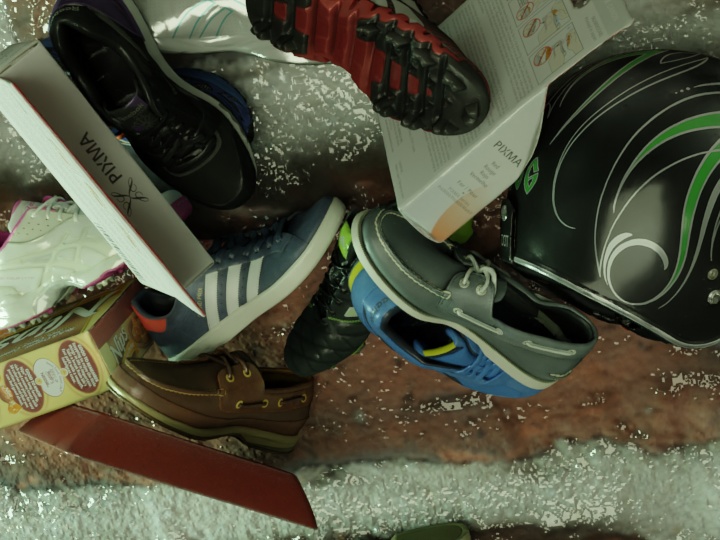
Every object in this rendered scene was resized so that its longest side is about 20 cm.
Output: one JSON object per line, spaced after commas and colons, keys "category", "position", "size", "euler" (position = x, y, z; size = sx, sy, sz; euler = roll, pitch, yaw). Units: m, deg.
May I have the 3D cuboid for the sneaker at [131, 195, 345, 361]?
{"category": "sneaker", "position": [-0.101, -0.005, 1.169], "size": [0.200, 0.075, 0.085], "euler": [-40, 102, 22]}

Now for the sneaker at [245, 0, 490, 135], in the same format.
{"category": "sneaker", "position": [0.019, -0.160, 1.016], "size": [0.200, 0.098, 0.071], "euler": [34, 133, 27]}

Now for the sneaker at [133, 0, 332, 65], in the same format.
{"category": "sneaker", "position": [-0.105, -0.196, 1.111], "size": [0.199, 0.070, 0.081], "euler": [4, 101, 4]}

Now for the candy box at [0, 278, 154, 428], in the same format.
{"category": "candy box", "position": [-0.271, 0.079, 1.213], "size": [0.199, 0.116, 0.056], "euler": [-19, 106, 18]}

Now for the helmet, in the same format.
{"category": "helmet", "position": [0.204, -0.057, 1.027], "size": [0.199, 0.200, 0.192], "euler": [27, 89, 1]}

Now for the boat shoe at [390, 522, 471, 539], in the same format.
{"category": "boat shoe", "position": [0.001, 0.265, 1.246], "size": [0.199, 0.075, 0.069], "euler": [-13, 101, 15]}

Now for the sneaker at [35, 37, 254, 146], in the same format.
{"category": "sneaker", "position": [-0.178, -0.120, 1.142], "size": [0.199, 0.078, 0.076], "euler": [12, 112, 7]}

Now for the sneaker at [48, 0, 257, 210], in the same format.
{"category": "sneaker", "position": [-0.151, -0.108, 1.062], "size": [0.076, 0.088, 0.200], "euler": [-35, 112, 16]}

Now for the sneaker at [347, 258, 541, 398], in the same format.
{"category": "sneaker", "position": [0.073, 0.059, 1.121], "size": [0.200, 0.079, 0.066], "euler": [32, 109, -32]}

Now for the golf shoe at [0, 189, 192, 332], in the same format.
{"category": "golf shoe", "position": [-0.228, -0.026, 1.191], "size": [0.199, 0.075, 0.092], "euler": [-26, 99, 18]}

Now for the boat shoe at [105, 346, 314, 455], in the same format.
{"category": "boat shoe", "position": [-0.111, 0.090, 1.163], "size": [0.072, 0.200, 0.068], "euler": [36, 101, 40]}

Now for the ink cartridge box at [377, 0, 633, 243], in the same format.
{"category": "ink cartridge box", "position": [0.100, -0.135, 1.035], "size": [0.200, 0.163, 0.050], "euler": [-37, 125, 21]}

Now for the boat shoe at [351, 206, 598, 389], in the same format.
{"category": "boat shoe", "position": [0.083, 0.010, 1.056], "size": [0.200, 0.073, 0.062], "euler": [36, 137, -20]}

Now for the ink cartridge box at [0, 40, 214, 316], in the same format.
{"category": "ink cartridge box", "position": [-0.176, -0.066, 1.037], "size": [0.045, 0.176, 0.200], "euler": [-42, 111, -12]}

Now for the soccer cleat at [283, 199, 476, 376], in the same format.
{"category": "soccer cleat", "position": [0.000, 0.000, 1.145], "size": [0.200, 0.068, 0.081], "euler": [-45, 133, 18]}

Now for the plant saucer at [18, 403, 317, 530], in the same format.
{"category": "plant saucer", "position": [-0.148, 0.144, 1.160], "size": [0.199, 0.199, 0.037], "euler": [22, 81, -21]}
